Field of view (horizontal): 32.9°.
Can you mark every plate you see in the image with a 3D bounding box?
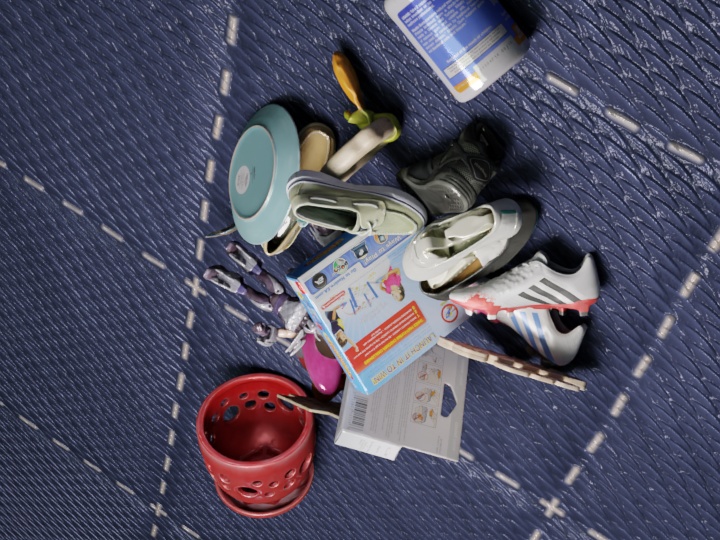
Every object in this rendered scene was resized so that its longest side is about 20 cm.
[{"bbox_3d":[-0.146,-0.138,1.727,0.200,0.025,0.202,-13,75,55],"label":"plate"}]

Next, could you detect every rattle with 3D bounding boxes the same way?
[{"bbox_3d":[-0.052,-0.168,1.641,0.143,0.131,0.200,41,130,-12],"label":"rattle"}]

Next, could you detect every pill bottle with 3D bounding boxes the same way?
[{"bbox_3d":[0.099,-0.308,1.437,0.200,0.112,0.112,50,137,-9],"label":"pill bottle"}]

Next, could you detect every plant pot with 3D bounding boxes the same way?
[{"bbox_3d":[-0.172,0.304,2.083,0.199,0.201,0.183,22,142,21],"label":"plant pot"}]

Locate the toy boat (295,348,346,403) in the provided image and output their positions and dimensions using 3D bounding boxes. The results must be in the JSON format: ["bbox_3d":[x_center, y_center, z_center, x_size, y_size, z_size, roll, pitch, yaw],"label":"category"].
[{"bbox_3d":[-0.028,0.158,1.897,0.199,0.131,0.131,26,136,17],"label":"toy boat"}]

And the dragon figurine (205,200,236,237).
[{"bbox_3d":[-0.155,-0.100,1.833,0.199,0.059,0.100,-4,119,33],"label":"dragon figurine"}]

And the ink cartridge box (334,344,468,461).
[{"bbox_3d":[0.063,0.182,1.765,0.172,0.201,0.044,17,139,-7],"label":"ink cartridge box"}]

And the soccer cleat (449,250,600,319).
[{"bbox_3d":[0.217,0.016,1.609,0.198,0.069,0.086,-1,101,8],"label":"soccer cleat"}]

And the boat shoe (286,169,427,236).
[{"bbox_3d":[-0.005,-0.074,1.592,0.199,0.062,0.072,12,139,-19],"label":"boat shoe"}]

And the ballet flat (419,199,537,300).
[{"bbox_3d":[0.152,-0.021,1.621,0.200,0.068,0.068,-44,65,31],"label":"ballet flat"}]

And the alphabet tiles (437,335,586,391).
[{"bbox_3d":[0.209,0.127,1.675,0.199,0.015,0.195,17,-179,-21],"label":"alphabet tiles"}]

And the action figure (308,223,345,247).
[{"bbox_3d":[0.000,0.000,1.756,0.201,0.130,0.069,62,152,-5],"label":"action figure"}]

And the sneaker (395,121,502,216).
[{"bbox_3d":[0.121,-0.133,1.601,0.076,0.114,0.199,48,166,-14],"label":"sneaker"}]

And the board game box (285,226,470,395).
[{"bbox_3d":[0.029,0.034,1.700,0.197,0.199,0.056,59,163,-16],"label":"board game box"}]

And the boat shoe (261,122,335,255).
[{"bbox_3d":[-0.087,-0.109,1.716,0.071,0.076,0.201,20,110,-3],"label":"boat shoe"}]

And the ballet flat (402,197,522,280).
[{"bbox_3d":[0.116,-0.043,1.565,0.199,0.070,0.070,-25,107,37],"label":"ballet flat"}]

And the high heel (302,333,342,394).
[{"bbox_3d":[-0.037,0.080,1.820,0.067,0.201,0.096,15,154,-26],"label":"high heel"}]

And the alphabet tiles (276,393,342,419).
[{"bbox_3d":[-0.028,0.213,1.848,0.165,0.006,0.200,12,179,-25],"label":"alphabet tiles"}]

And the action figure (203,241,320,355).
[{"bbox_3d":[-0.129,0.041,1.797,0.199,0.131,0.069,34,175,14],"label":"action figure"}]

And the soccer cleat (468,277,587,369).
[{"bbox_3d":[0.223,0.047,1.679,0.200,0.070,0.087,38,112,12],"label":"soccer cleat"}]
